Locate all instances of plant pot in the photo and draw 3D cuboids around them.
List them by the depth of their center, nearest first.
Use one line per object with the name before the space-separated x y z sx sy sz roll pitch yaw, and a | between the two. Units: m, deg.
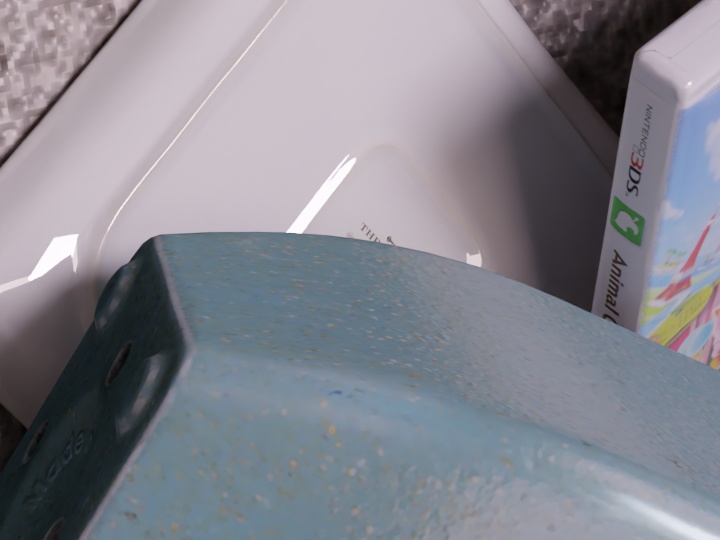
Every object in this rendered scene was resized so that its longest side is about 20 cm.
plant pot | 0.005 0.096 0.711 0.199 0.196 0.197 30 99 -14

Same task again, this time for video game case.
video game case | 0.138 -0.043 0.852 0.200 0.022 0.183 -38 151 -30

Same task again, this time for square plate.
square plate | 0.000 0.000 0.818 0.200 0.028 0.198 49 65 -28
